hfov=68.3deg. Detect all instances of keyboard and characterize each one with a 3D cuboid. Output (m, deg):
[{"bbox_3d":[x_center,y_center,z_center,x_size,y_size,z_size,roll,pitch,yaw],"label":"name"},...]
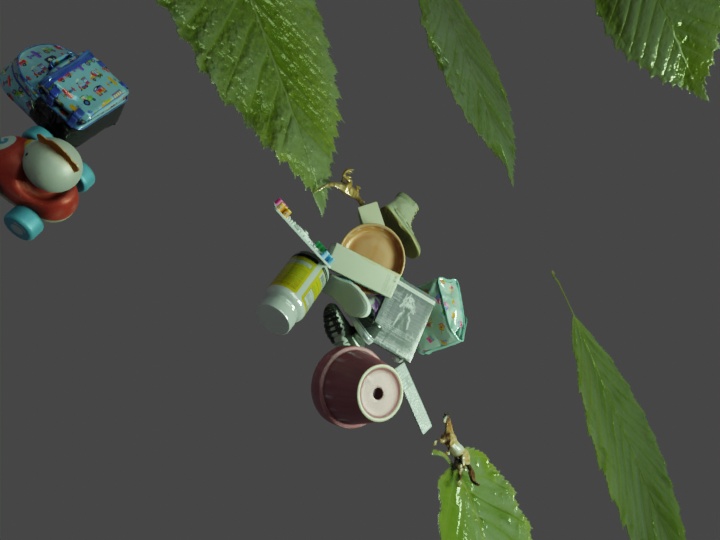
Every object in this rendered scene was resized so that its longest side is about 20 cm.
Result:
[{"bbox_3d":[0.154,0.371,1.545,0.056,0.011,0.203,-20,85,-48],"label":"keyboard"}]

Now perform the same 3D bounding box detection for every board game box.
[{"bbox_3d":[-0.149,-0.102,1.369,0.200,0.026,0.200,48,0,-15],"label":"board game box"}]

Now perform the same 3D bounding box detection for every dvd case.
[{"bbox_3d":[0.117,0.135,1.502,0.147,0.016,0.203,29,74,-12],"label":"dvd case"}]

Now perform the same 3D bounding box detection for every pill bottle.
[{"bbox_3d":[-0.167,0.054,1.308,0.115,0.114,0.201,48,44,-15],"label":"pill bottle"}]

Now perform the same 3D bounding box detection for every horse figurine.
[{"bbox_3d":[0.279,0.534,1.551,0.202,0.050,0.132,55,25,3],"label":"horse figurine"}]

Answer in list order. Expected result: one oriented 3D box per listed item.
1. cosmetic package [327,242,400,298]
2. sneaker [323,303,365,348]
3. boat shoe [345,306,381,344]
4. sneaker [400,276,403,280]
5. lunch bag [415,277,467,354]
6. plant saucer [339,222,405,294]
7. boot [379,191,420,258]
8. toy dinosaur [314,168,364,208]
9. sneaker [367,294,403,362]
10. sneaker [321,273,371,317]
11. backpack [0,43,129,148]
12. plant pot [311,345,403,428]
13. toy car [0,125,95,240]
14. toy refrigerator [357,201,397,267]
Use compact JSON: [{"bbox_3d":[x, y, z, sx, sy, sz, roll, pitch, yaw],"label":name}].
[{"bbox_3d":[0.000,0.000,1.451,0.197,0.103,0.074,27,86,-13],"label":"cosmetic package"},{"bbox_3d":[-0.035,0.176,1.419,0.090,0.066,0.203,-27,94,-51],"label":"sneaker"},{"bbox_3d":[0.010,0.122,1.408,0.070,0.066,0.200,47,3,-21],"label":"boat shoe"},{"bbox_3d":[0.120,0.113,1.586,0.073,0.083,0.204,-7,76,-46],"label":"sneaker"},{"bbox_3d":[0.226,0.142,1.612,0.121,0.169,0.204,5,68,-46],"label":"lunch bag"},{"bbox_3d":[0.030,-0.034,1.534,0.196,0.037,0.205,0,89,-5],"label":"plant saucer"},{"bbox_3d":[0.157,-0.154,1.767,0.201,0.072,0.155,55,40,-9],"label":"boot"},{"bbox_3d":[-0.048,-0.255,1.621,0.198,0.060,0.108,21,58,-36],"label":"toy dinosaur"},{"bbox_3d":[0.055,0.173,1.518,0.112,0.072,0.204,-11,83,-27],"label":"sneaker"},{"bbox_3d":[-0.025,0.061,1.409,0.081,0.075,0.199,8,22,-45],"label":"sneaker"},{"bbox_3d":[-0.603,-0.373,1.076,0.200,0.134,0.184,46,44,-14],"label":"backpack"},{"bbox_3d":[0.004,0.284,1.275,0.197,0.178,0.205,3,84,-30],"label":"plant pot"},{"bbox_3d":[-0.578,-0.193,0.959,0.177,0.199,0.186,44,45,-19],"label":"toy car"},{"bbox_3d":[0.047,-0.095,1.610,0.069,0.076,0.204,-17,81,-5],"label":"toy refrigerator"}]
